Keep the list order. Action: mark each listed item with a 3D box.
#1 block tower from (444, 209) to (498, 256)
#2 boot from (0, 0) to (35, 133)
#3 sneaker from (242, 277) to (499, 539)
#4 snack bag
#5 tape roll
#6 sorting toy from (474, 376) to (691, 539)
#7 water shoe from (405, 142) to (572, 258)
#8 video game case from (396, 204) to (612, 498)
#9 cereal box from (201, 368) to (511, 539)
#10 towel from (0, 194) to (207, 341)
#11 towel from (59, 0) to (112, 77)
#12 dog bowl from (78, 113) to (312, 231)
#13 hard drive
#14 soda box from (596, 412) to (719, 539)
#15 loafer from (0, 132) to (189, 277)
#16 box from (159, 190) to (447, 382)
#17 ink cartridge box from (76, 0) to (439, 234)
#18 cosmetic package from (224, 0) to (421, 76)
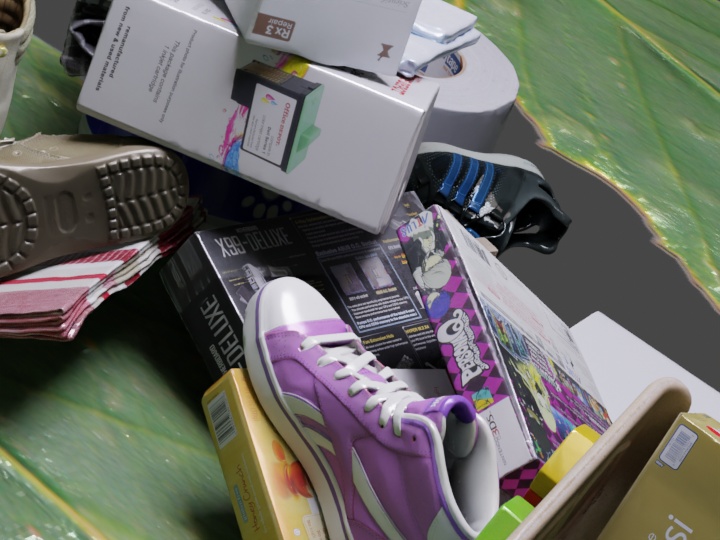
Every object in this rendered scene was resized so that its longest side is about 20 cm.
[{"bbox_3d":[0.000,0.000,1.484,0.199,0.054,0.058,-5,41,-41],"label":"block tower"},{"bbox_3d":[-0.263,-0.085,1.329,0.072,0.155,0.200,26,32,2],"label":"boot"},{"bbox_3d":[0.014,0.072,1.167,0.072,0.114,0.201,-10,64,-42],"label":"sneaker"},{"bbox_3d":[-0.023,-0.184,1.435,0.187,0.022,0.200,25,18,9],"label":"snack bag"},{"bbox_3d":[0.025,-0.156,1.750,0.199,0.067,0.201,17,29,-10],"label":"tape roll"},{"bbox_3d":[0.076,0.151,1.122,0.036,0.186,0.200,41,43,16],"label":"sorting toy"},{"bbox_3d":[0.077,-0.047,1.600,0.199,0.072,0.079,-6,42,-41],"label":"water shoe"},{"bbox_3d":[0.104,0.076,1.307,0.200,0.036,0.182,39,25,-53],"label":"video game case"},{"bbox_3d":[0.015,0.126,1.242,0.199,0.040,0.145,1,59,-40],"label":"cereal box"},{"bbox_3d":[-0.192,0.000,1.315,0.143,0.023,0.200,-3,20,23],"label":"towel"},{"bbox_3d":[-0.115,-0.180,1.510,0.164,0.086,0.200,21,27,-7],"label":"towel"},{"bbox_3d":[-0.097,-0.104,1.561,0.199,0.079,0.201,17,30,-10],"label":"dog bowl"},{"bbox_3d":[0.212,0.108,1.487,0.199,0.025,0.132,35,31,19],"label":"hard drive"},{"bbox_3d":[0.145,0.174,1.142,0.064,0.201,0.068,35,9,19],"label":"soda box"},{"bbox_3d":[-0.203,-0.041,1.289,0.198,0.077,0.067,-5,18,-20],"label":"loafer"},{"bbox_3d":[-0.008,0.039,1.356,0.199,0.050,0.158,-13,67,-45],"label":"box"},{"bbox_3d":[-0.057,-0.107,1.339,0.199,0.085,0.145,23,13,1],"label":"ink cartridge box"},{"bbox_3d":[-0.036,-0.198,1.333,0.101,0.075,0.200,10,24,-23],"label":"cosmetic package"}]
